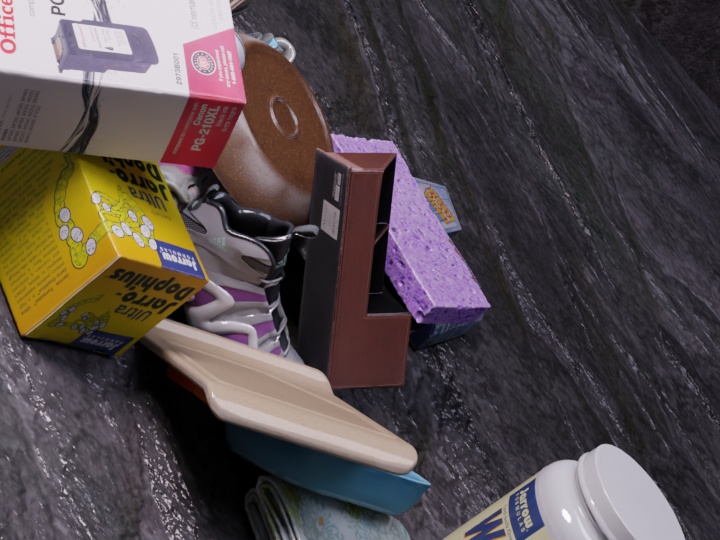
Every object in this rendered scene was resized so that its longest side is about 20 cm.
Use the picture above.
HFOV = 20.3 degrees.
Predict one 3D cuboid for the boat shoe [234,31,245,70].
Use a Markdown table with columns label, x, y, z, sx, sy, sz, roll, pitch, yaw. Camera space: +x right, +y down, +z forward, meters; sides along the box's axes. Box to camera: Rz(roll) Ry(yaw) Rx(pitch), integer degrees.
| label | x | y | z | sx | sy | sz | roll | pitch | yaw |
| --- | --- | --- | --- | --- | --- | --- | --- | --- | --- |
| boat shoe | -0.169 | -0.217 | 1.694 | 0.200 | 0.072 | 0.062 | 27 | 42 | 28 |

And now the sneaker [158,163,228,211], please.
| label | x | y | z | sx | sy | sz | roll | pitch | yaw |
| --- | --- | --- | --- | --- | --- | --- | --- | --- | --- |
| sneaker | -0.175 | -0.073 | 1.724 | 0.200 | 0.081 | 0.088 | 2 | 55 | -52 |

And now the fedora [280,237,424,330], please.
| label | x | y | z | sx | sy | sz | roll | pitch | yaw |
| --- | --- | --- | --- | --- | --- | --- | --- | --- | --- |
| fedora | -0.028 | -0.001 | 1.870 | 0.200 | 0.092 | 0.201 | 38 | 27 | -24 |

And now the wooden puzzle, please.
| label | x | y | z | sx | sy | sz | roll | pitch | yaw |
| --- | --- | --- | --- | --- | --- | --- | --- | --- | --- |
| wooden puzzle | -0.071 | 0.103 | 1.578 | 0.185 | 0.037 | 0.200 | 20 | 8 | -26 |

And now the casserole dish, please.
| label | x | y | z | sx | sy | sz | roll | pitch | yaw |
| --- | --- | --- | --- | --- | --- | --- | --- | --- | --- |
| casserole dish | -0.031 | 0.156 | 1.638 | 0.121 | 0.039 | 0.200 | 23 | -1 | 45 |

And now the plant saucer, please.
| label | x | y | z | sx | sy | sz | roll | pitch | yaw |
| --- | --- | --- | --- | --- | --- | --- | --- | --- | --- |
| plant saucer | -0.078 | -0.127 | 1.756 | 0.200 | 0.037 | 0.201 | 42 | 35 | -39 |

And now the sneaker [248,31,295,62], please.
| label | x | y | z | sx | sy | sz | roll | pitch | yaw |
| --- | --- | --- | --- | --- | --- | --- | --- | --- | --- |
| sneaker | -0.124 | -0.204 | 1.997 | 0.075 | 0.087 | 0.200 | 55 | 24 | 1 |

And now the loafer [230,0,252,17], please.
| label | x | y | z | sx | sy | sz | roll | pitch | yaw |
| --- | --- | --- | --- | --- | --- | --- | --- | --- | --- |
| loafer | -0.148 | -0.258 | 1.865 | 0.072 | 0.063 | 0.200 | 57 | 34 | -3 |

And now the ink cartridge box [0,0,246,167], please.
| label | x | y | z | sx | sy | sz | roll | pitch | yaw |
| --- | --- | --- | --- | --- | --- | --- | --- | --- | --- |
| ink cartridge box | -0.199 | -0.165 | 1.494 | 0.199 | 0.084 | 0.145 | 6 | 52 | -23 |

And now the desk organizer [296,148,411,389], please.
| label | x | y | z | sx | sy | sz | roll | pitch | yaw |
| --- | --- | --- | --- | --- | --- | --- | --- | --- | --- |
| desk organizer | 0.000 | 0.000 | 1.733 | 0.077 | 0.201 | 0.072 | -1 | 16 | -25 |

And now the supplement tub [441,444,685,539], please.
| label | x | y | z | sx | sy | sz | roll | pitch | yaw |
| --- | --- | --- | --- | --- | --- | --- | --- | --- | --- |
| supplement tub | 0.164 | 0.253 | 1.718 | 0.145 | 0.200 | 0.145 | 42 | 24 | -24 |

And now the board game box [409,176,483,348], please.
| label | x | y | z | sx | sy | sz | roll | pitch | yaw |
| --- | --- | --- | --- | --- | --- | --- | --- | --- | --- |
| board game box | 0.062 | -0.025 | 2.121 | 0.200 | 0.062 | 0.200 | 56 | 23 | 9 |

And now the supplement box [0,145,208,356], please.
| label | x | y | z | sx | sy | sz | roll | pitch | yaw |
| --- | --- | --- | --- | --- | --- | --- | --- | --- | --- |
| supplement box | -0.220 | -0.050 | 1.548 | 0.109 | 0.109 | 0.200 | 16 | 42 | -54 |

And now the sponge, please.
| label | x | y | z | sx | sy | sz | roll | pitch | yaw |
| --- | --- | --- | --- | --- | --- | --- | --- | --- | --- |
| sponge | 0.040 | -0.038 | 1.885 | 0.111 | 0.030 | 0.200 | 3 | 51 | -57 |

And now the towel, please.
| label | x | y | z | sx | sy | sz | roll | pitch | yaw |
| --- | --- | --- | --- | --- | --- | --- | --- | --- | --- |
| towel | -0.001 | 0.256 | 1.598 | 0.200 | 0.048 | 0.172 | 27 | 34 | -47 |

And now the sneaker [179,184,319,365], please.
| label | x | y | z | sx | sy | sz | roll | pitch | yaw |
| --- | --- | --- | --- | --- | --- | --- | --- | --- | --- |
| sneaker | -0.079 | 0.012 | 1.683 | 0.200 | 0.140 | 0.078 | 44 | 22 | -22 |
